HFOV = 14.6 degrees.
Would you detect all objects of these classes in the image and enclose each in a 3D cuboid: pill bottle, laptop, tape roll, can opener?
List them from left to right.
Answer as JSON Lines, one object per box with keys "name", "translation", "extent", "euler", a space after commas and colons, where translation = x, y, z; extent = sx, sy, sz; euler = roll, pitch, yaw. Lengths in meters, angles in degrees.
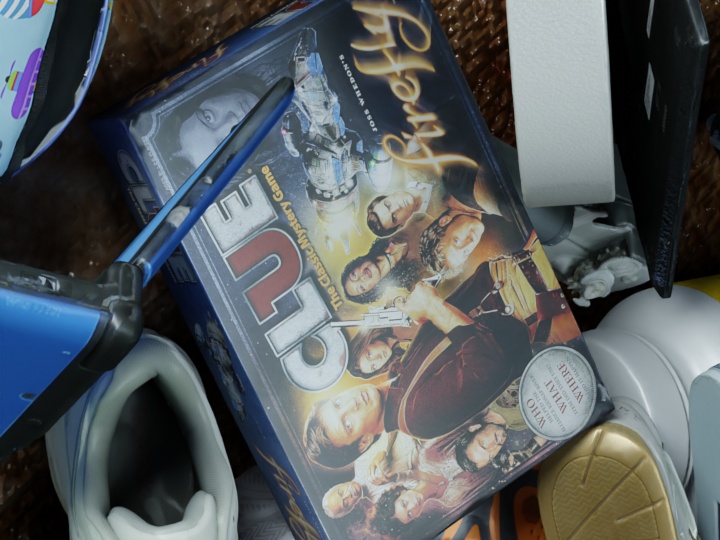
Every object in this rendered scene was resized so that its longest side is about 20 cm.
{"name": "can opener", "translation": [0.061, -0.035, 1.169], "extent": [0.199, 0.052, 0.067], "euler": [22, 55, -46]}
{"name": "tape roll", "translation": [0.073, -0.125, 1.057], "extent": [0.037, 0.203, 0.204], "euler": [-3, 114, 5]}
{"name": "laptop", "translation": [0.152, -0.124, 1.124], "extent": [0.103, 0.201, 0.178], "euler": [-8, 148, -4]}
{"name": "pill bottle", "translation": [0.170, 0.057, 1.247], "extent": [0.199, 0.112, 0.113], "euler": [-10, 111, -40]}

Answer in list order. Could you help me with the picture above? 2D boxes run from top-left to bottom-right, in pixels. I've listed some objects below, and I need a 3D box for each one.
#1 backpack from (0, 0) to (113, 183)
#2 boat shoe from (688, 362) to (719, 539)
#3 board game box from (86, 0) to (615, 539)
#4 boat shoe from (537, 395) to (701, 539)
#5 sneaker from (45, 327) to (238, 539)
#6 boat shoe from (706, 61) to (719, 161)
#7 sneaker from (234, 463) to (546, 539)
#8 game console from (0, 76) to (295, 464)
{"name": "backpack", "translation": [-0.161, -0.126, 0.865], "extent": [0.182, 0.134, 0.201], "euler": [-5, 108, -41]}
{"name": "boat shoe", "translation": [0.190, 0.122, 1.167], "extent": [0.090, 0.071, 0.201], "euler": [-13, 119, -17]}
{"name": "board game box", "translation": [0.000, 0.000, 1.054], "extent": [0.135, 0.035, 0.201], "euler": [-33, 107, -23]}
{"name": "boat shoe", "translation": [0.120, 0.147, 1.145], "extent": [0.069, 0.070, 0.201], "euler": [-45, 130, -64]}
{"name": "sneaker", "translation": [-0.073, 0.117, 1.015], "extent": [0.077, 0.099, 0.201], "euler": [-13, 86, -11]}
{"name": "boat shoe", "translation": [0.187, -0.051, 1.186], "extent": [0.075, 0.200, 0.061], "euler": [15, 111, 0]}
{"name": "sneaker", "translation": [0.015, 0.116, 1.140], "extent": [0.200, 0.077, 0.113], "euler": [-32, 112, -28]}
{"name": "game console", "translation": [-0.137, 0.006, 0.925], "extent": [0.170, 0.200, 0.119], "euler": [15, 57, -24]}
